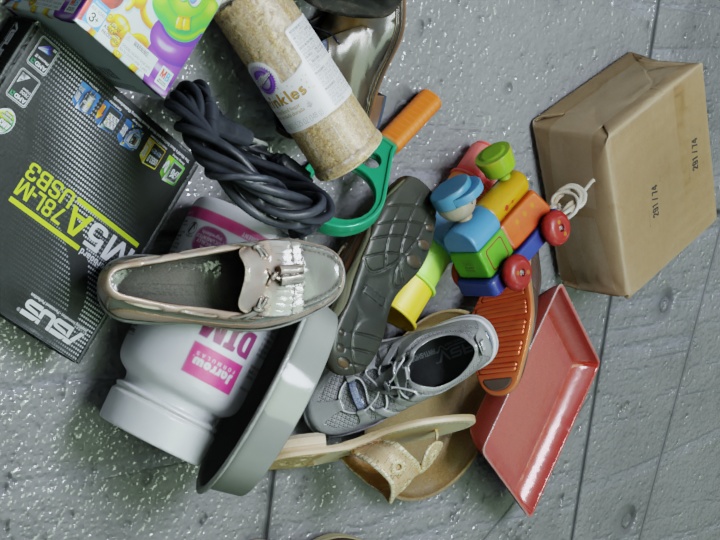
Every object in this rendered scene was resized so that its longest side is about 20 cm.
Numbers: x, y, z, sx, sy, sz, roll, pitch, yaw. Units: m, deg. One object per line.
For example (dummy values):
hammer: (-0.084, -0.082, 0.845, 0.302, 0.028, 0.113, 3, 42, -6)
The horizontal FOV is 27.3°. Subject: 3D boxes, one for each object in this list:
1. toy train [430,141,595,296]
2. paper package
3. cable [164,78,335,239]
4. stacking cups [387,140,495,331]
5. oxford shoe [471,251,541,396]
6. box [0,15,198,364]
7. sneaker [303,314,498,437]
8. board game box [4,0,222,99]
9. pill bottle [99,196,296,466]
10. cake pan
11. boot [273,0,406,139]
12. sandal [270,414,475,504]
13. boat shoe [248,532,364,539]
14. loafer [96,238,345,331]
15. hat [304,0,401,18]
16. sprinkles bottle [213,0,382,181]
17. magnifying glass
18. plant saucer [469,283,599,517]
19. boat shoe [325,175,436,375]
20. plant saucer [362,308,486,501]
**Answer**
toy train: (0.150, -0.076, 1.430, 0.200, 0.084, 0.117, -46, 119, -31)
paper package: (0.292, -0.106, 1.605, 0.190, 0.103, 0.202, -36, 125, -32)
cable: (-0.088, -0.091, 1.174, 0.051, 0.200, 0.163, -43, 92, 8)
stacking cups: (0.081, -0.038, 1.449, 0.201, 0.060, 0.061, -56, 134, -15)
oxford shoe: (0.159, 0.036, 1.509, 0.073, 0.070, 0.203, 36, 56, -51)
box: (-0.242, -0.058, 1.137, 0.200, 0.047, 0.195, 42, 72, -43)
sneaker: (0.032, 0.094, 1.381, 0.198, 0.082, 0.075, -28, 88, 7)
board game box: (-0.158, -0.248, 1.116, 0.103, 0.104, 0.202, 40, 75, -43)
pill bottle: (-0.131, 0.051, 1.234, 0.113, 0.113, 0.202, 33, 80, -45)
cake pan: (-0.077, 0.105, 1.256, 0.036, 0.200, 0.202, 29, 81, -10)
boot: (-0.020, -0.203, 1.288, 0.096, 0.074, 0.203, -8, 111, -45)
sandal: (0.011, 0.186, 1.391, 0.209, 0.078, 0.071, -6, 72, -13)
boat shoe: (-0.038, 0.299, 1.437, 0.199, 0.072, 0.073, 15, 93, -46)
loafer: (-0.106, 0.011, 1.150, 0.197, 0.063, 0.073, -4, 84, -9)
hat: (-0.009, -0.256, 1.217, 0.199, 0.200, 0.082, -18, 138, -39)
sprinkles bottle: (-0.060, -0.172, 1.219, 0.068, 0.068, 0.201, -43, 109, -25)
magnifying glass: (0.013, -0.103, 1.366, 0.200, 0.079, 0.022, -49, 167, -33)
plant saucer: (0.185, 0.139, 1.595, 0.201, 0.036, 0.200, -63, 149, -18)
boat shoe: (0.000, 0.000, 1.376, 0.076, 0.073, 0.202, 43, 67, -36)
plant saucer: (0.065, 0.133, 1.509, 0.199, 0.035, 0.203, -17, 115, -40)
